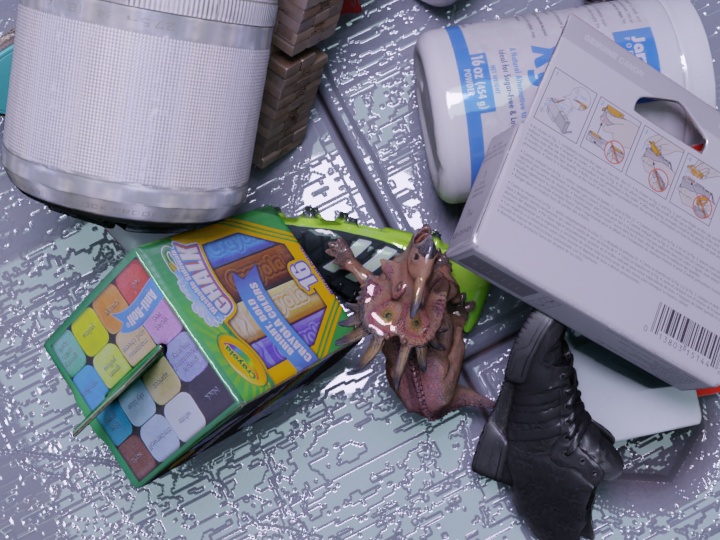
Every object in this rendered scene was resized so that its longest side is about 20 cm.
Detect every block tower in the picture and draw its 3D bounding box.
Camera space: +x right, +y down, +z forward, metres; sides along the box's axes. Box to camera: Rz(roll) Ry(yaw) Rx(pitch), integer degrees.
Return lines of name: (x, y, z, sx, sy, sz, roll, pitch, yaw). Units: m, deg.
block tower: (-0.056, -0.170, 0.818, 0.058, 0.200, 0.054, 38, 47, 16)

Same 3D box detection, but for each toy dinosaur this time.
toy dinosaur: (0.039, 0.051, 0.770, 0.086, 0.136, 0.200, -20, 121, 9)

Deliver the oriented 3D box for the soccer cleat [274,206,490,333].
soccer cleat: (0.000, 0.000, 0.856, 0.199, 0.068, 0.081, 11, 97, 3)

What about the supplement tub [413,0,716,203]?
supplement tub: (0.146, -0.128, 0.839, 0.199, 0.132, 0.132, -10, 81, 0)

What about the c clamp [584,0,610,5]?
c clamp: (0.169, -0.278, 0.857, 0.171, 0.200, 0.027, -56, 40, -4)

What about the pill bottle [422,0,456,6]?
pill bottle: (0.098, -0.313, 0.877, 0.113, 0.113, 0.200, 43, 84, 6)

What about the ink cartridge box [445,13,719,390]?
ink cartridge box: (0.176, -0.042, 0.747, 0.200, 0.045, 0.177, 29, 72, -15)

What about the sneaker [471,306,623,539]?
sneaker: (0.145, 0.111, 0.796, 0.104, 0.060, 0.200, 25, 124, 15)

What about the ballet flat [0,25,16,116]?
ballet flat: (-0.195, -0.169, 0.821, 0.200, 0.068, 0.075, -25, 41, -17)

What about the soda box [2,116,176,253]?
soda box: (-0.198, -0.079, 0.865, 0.064, 0.068, 0.200, -43, 83, -8)

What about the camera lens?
camera lens: (-0.139, -0.134, 0.721, 0.159, 0.160, 0.201, 12, 104, 2)

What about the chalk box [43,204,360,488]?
chalk box: (-0.118, 0.053, 0.764, 0.125, 0.200, 0.124, -40, 81, 31)

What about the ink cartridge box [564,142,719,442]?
ink cartridge box: (0.220, 0.016, 0.812, 0.173, 0.044, 0.201, -14, 106, 7)

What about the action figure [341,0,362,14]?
action figure: (-0.102, -0.193, 0.886, 0.199, 0.065, 0.052, -23, 124, -3)
